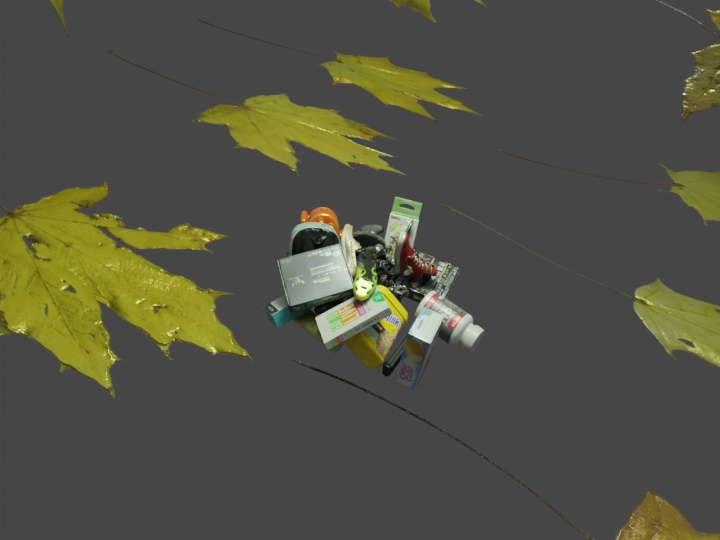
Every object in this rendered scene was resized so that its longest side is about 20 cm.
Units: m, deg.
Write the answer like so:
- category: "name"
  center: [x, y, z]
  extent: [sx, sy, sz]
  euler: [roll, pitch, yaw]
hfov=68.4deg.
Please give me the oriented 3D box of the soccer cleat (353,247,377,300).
- category: "soccer cleat"
  center: [0.013, 0.021, 1.521]
  extent: [0.063, 0.085, 0.202]
  euler: [12, 42, -4]

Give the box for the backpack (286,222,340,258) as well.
- category: "backpack"
  center: [-0.146, -0.053, 1.680]
  extent: [0.172, 0.204, 0.154]
  euler: [4, 23, -6]

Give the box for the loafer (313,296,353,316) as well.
- category: "loafer"
  center: [-0.071, 0.116, 1.603]
  extent: [0.072, 0.073, 0.199]
  euler: [-18, 4, 33]

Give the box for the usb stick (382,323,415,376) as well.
- category: "usb stick"
  center: [0.120, 0.228, 1.540]
  extent: [0.032, 0.056, 0.200]
  euler: [27, 45, 17]

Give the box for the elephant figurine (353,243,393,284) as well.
- category: "elephant figurine"
  center: [0.000, 0.000, 1.701]
  extent: [0.199, 0.155, 0.143]
  euler: [-29, 85, -39]

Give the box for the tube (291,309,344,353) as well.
- category: "tube"
  center: [-0.132, 0.166, 1.564]
  extent: [0.199, 0.052, 0.058]
  euler: [36, 8, 29]

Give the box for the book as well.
- category: "book"
  center: [-0.019, 0.130, 1.456]
  extent: [0.198, 0.049, 0.134]
  euler: [-29, 26, -2]

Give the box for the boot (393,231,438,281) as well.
- category: "boot"
  center: [0.178, -0.040, 1.668]
  extent: [0.142, 0.201, 0.073]
  euler: [14, 58, 14]

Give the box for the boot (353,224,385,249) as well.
- category: "boot"
  center: [0.040, -0.123, 1.847]
  extent: [0.198, 0.071, 0.131]
  euler: [13, 36, 43]

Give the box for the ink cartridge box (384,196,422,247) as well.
- category: "ink cartridge box"
  center: [0.144, -0.143, 1.842]
  extent: [0.102, 0.204, 0.059]
  euler: [14, 11, 4]

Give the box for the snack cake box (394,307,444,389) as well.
- category: "snack cake box"
  center: [0.161, 0.215, 1.453]
  extent: [0.066, 0.202, 0.115]
  euler: [22, 42, 14]

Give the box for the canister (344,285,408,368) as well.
- category: "canister"
  center: [0.045, 0.164, 1.540]
  extent: [0.149, 0.086, 0.201]
  euler: [49, 44, -15]

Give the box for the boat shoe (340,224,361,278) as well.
- category: "boat shoe"
  center: [-0.027, -0.058, 1.644]
  extent: [0.064, 0.073, 0.203]
  euler: [-2, 53, 6]

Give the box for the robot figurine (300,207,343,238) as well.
- category: "robot figurine"
  center: [-0.132, -0.156, 1.833]
  extent: [0.141, 0.119, 0.200]
  euler: [-11, 17, -1]

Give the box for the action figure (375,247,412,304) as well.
- category: "action figure"
  center: [0.107, 0.034, 1.634]
  extent: [0.100, 0.202, 0.120]
  euler: [-11, 40, 24]

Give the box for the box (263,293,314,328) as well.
- category: "box"
  center: [-0.183, 0.091, 1.572]
  extent: [0.198, 0.050, 0.082]
  euler: [-30, 25, -19]

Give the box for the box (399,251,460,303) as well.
- category: "box"
  center: [0.233, 0.034, 1.782]
  extent: [0.159, 0.050, 0.201]
  euler: [23, 43, 11]

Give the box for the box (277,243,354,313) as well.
- category: "box"
  center: [-0.129, 0.020, 1.533]
  extent: [0.196, 0.051, 0.160]
  euler: [-15, 62, -8]

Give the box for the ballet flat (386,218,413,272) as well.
- category: "ballet flat"
  center: [0.117, -0.089, 1.789]
  extent: [0.063, 0.203, 0.076]
  euler: [23, 10, 10]

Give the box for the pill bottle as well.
- category: "pill bottle"
  center: [0.271, 0.160, 1.605]
  extent: [0.199, 0.112, 0.110]
  euler: [34, 46, 24]
